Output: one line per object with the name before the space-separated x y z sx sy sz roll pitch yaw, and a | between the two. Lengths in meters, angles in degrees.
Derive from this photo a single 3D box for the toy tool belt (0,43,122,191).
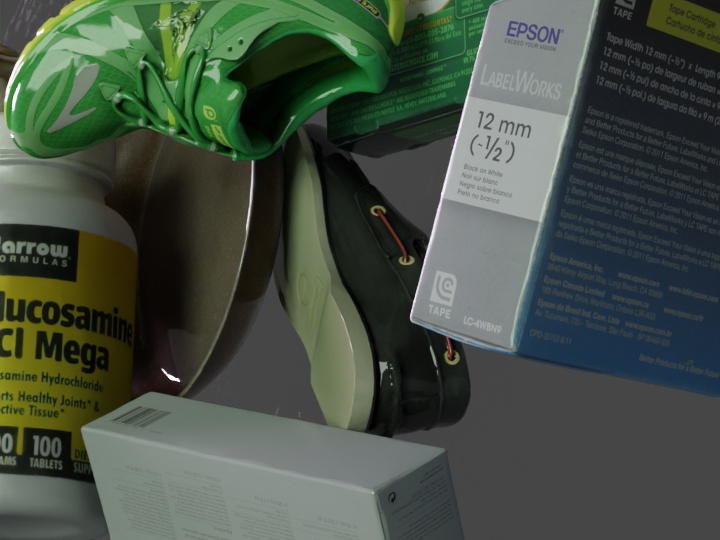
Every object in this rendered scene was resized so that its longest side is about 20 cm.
toy tool belt | -0.223 -0.030 1.443 0.125 0.123 0.200 38 107 43

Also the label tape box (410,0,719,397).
label tape box | 0.111 -0.057 1.105 0.066 0.143 0.201 13 90 45

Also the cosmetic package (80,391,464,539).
cosmetic package | -0.032 0.143 1.220 0.200 0.052 0.151 8 116 45

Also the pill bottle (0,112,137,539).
pill bottle | -0.168 0.029 1.327 0.112 0.112 0.201 -12 71 42

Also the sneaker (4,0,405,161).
sneaker | -0.076 -0.091 1.235 0.200 0.074 0.084 -17 48 14

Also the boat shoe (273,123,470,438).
boat shoe | -0.001 0.002 1.264 0.202 0.063 0.074 -111 26 -46

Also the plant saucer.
plant saucer | -0.086 -0.023 1.341 0.200 0.032 0.201 -31 54 56

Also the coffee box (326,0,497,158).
coffee box | 0.038 -0.164 1.273 0.123 0.044 0.201 -15 71 41
